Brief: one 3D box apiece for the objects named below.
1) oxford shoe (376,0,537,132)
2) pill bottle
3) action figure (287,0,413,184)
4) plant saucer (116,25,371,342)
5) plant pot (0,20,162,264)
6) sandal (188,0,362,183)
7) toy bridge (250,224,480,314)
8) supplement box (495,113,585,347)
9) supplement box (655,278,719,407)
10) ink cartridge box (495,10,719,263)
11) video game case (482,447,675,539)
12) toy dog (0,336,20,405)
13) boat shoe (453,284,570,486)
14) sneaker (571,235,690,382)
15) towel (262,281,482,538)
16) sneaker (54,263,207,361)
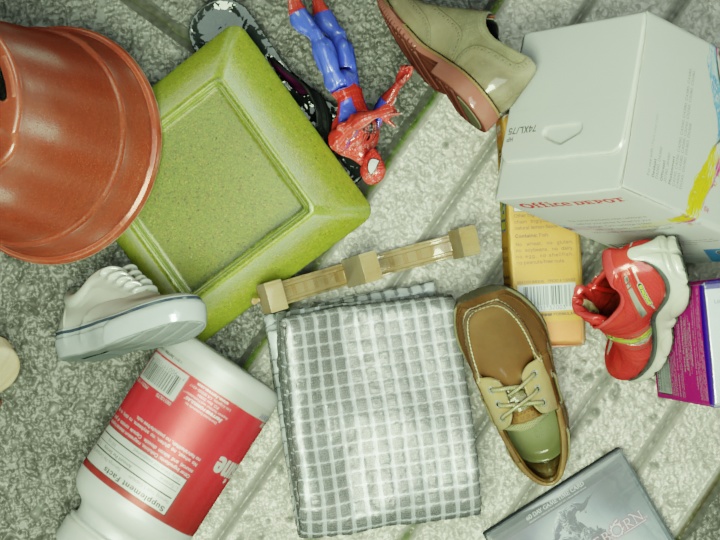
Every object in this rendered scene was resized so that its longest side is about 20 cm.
[{"bbox_3d":[0.080,-0.189,1.586,0.075,0.071,0.200,-39,47,-1],"label":"oxford shoe"},{"bbox_3d":[-0.164,0.158,1.583,0.112,0.112,0.201,33,87,-3],"label":"pill bottle"},{"bbox_3d":[0.000,-0.175,1.598,0.099,0.065,0.202,-21,81,38],"label":"action figure"},{"bbox_3d":[-0.126,-0.068,1.598,0.199,0.048,0.200,-36,91,11],"label":"plant saucer"},{"bbox_3d":[-0.288,-0.113,1.508,0.199,0.195,0.203,-2,85,19],"label":"plant pot"},{"bbox_3d":[-0.074,-0.146,1.629,0.075,0.048,0.201,-43,92,-4],"label":"sandal"},{"bbox_3d":[0.000,0.000,1.619,0.198,0.067,0.027,-16,91,-15],"label":"toy bridge"},{"bbox_3d":[0.153,-0.035,1.635,0.068,0.067,0.202,-1,88,-2],"label":"supplement box"},{"bbox_3d":[0.310,0.055,1.577,0.100,0.200,0.104,-5,90,-4],"label":"supplement box"},{"bbox_3d":[0.236,-0.102,1.552,0.199,0.146,0.147,19,77,-37],"label":"ink cartridge box"},{"bbox_3d":[0.216,0.277,1.656,0.142,0.019,0.201,-31,92,-4],"label":"video game case"},{"bbox_3d":[-0.373,0.105,1.581,0.198,0.132,0.097,-14,128,0],"label":"toy dog"},{"bbox_3d":[0.135,0.099,1.577,0.075,0.074,0.201,-22,128,8],"label":"boat shoe"},{"bbox_3d":[0.215,0.029,1.578,0.084,0.201,0.078,-4,60,-4],"label":"sneaker"},{"bbox_3d":[0.012,0.118,1.611,0.164,0.086,0.202,-8,89,-5],"label":"towel"},{"bbox_3d":[-0.194,0.029,1.551,0.073,0.199,0.072,2,80,-39],"label":"sneaker"}]
